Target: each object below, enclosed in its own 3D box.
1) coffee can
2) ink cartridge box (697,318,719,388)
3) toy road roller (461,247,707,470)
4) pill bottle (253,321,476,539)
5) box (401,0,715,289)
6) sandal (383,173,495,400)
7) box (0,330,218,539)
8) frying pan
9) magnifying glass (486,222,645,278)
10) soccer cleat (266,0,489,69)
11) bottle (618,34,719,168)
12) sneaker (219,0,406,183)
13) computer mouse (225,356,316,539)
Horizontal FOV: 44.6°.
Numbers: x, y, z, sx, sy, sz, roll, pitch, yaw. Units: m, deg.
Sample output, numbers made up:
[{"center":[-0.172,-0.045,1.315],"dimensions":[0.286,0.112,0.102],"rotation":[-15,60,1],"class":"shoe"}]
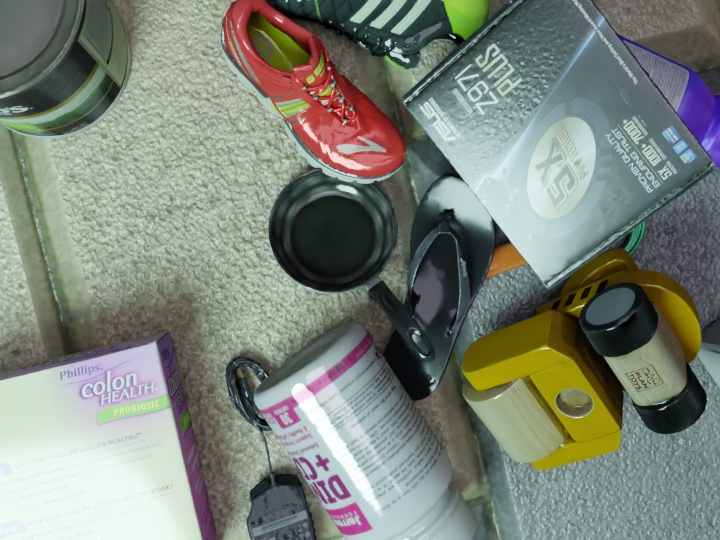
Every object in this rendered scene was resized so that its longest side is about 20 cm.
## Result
[{"center":[-0.261,-0.185,0.663],"dimensions":[0.144,0.200,0.149],"rotation":[0,91,-6],"class":"coffee can"},{"center":[0.428,0.068,0.801],"dimensions":[0.199,0.084,0.146],"rotation":[-37,94,-5],"class":"ink cartridge box"},{"center":[0.196,0.069,0.768],"dimensions":[0.198,0.147,0.123],"rotation":[-26,113,30],"class":"toy road roller"},{"center":[0.007,0.156,0.742],"dimensions":[0.113,0.113,0.201],"rotation":[-34,95,-4],"class":"pill bottle"},{"center":[0.160,-0.119,0.721],"dimensions":[0.163,0.086,0.201],"rotation":[-37,93,22],"class":"box"},{"center":[0.069,0.017,0.765],"dimensions":[0.075,0.043,0.203],"rotation":[14,95,13],"class":"sandal"},{"center":[-0.225,0.171,0.727],"dimensions":[0.173,0.097,0.203],"rotation":[-13,93,-5],"class":"box"},{"center":[0.008,-0.015,0.761],"dimensions":[0.188,0.031,0.116],"rotation":[31,75,7],"class":"frying pan"},{"center":[0.168,-0.024,0.805],"dimensions":[0.197,0.022,0.081],"rotation":[-19,93,-7],"class":"magnifying glass"},{"center":[0.015,-0.217,0.763],"dimensions":[0.196,0.068,0.082],"rotation":[-1,104,-7],"class":"soccer cleat"},{"center":[0.267,-0.146,0.789],"dimensions":[0.197,0.065,0.085],"rotation":[22,94,-6],"class":"bottle"},{"center":[-0.040,-0.151,0.740],"dimensions":[0.199,0.085,0.077],"rotation":[40,75,-5],"class":"sneaker"},{"center":[-0.083,0.175,0.779],"dimensions":[0.058,0.034,0.203],"rotation":[-12,86,-14],"class":"computer mouse"}]
